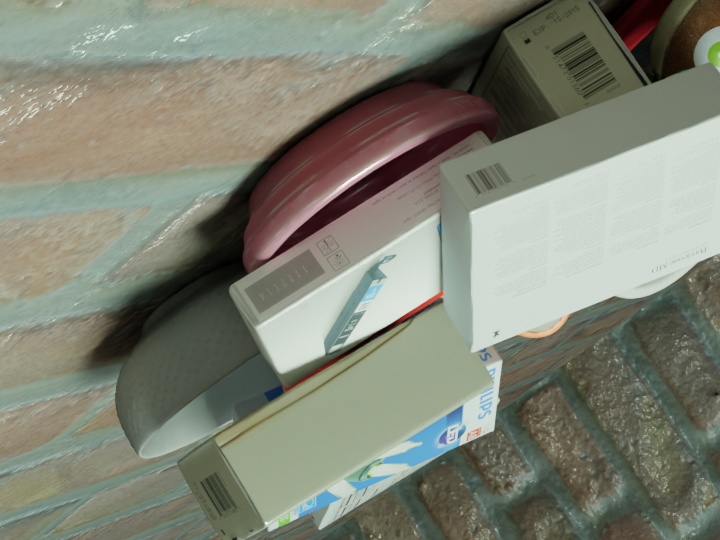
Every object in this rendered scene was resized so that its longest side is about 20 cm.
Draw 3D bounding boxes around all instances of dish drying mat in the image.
[{"bbox_3d":[0.198,-0.179,1.474,0.077,0.018,0.200,-28,167,-37],"label":"dish drying mat"}]

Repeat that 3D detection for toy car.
[{"bbox_3d":[0.320,-0.134,1.401,0.158,0.200,0.165,-7,132,-55],"label":"toy car"}]

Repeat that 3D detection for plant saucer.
[{"bbox_3d":[0.000,-0.065,1.313,0.200,0.051,0.201,-31,169,-7],"label":"plant saucer"}]

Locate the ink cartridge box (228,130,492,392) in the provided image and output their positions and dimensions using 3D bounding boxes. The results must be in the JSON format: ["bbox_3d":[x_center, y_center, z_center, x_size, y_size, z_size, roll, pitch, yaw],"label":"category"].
[{"bbox_3d":[0.022,0.012,1.333,0.200,0.045,0.176,-32,150,-6],"label":"ink cartridge box"}]

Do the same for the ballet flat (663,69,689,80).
[{"bbox_3d":[0.212,-0.066,1.390,0.069,0.070,0.200,-28,162,-23],"label":"ballet flat"}]

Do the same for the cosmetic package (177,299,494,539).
[{"bbox_3d":[-0.018,0.106,1.341,0.200,0.073,0.104,-31,177,-26],"label":"cosmetic package"}]

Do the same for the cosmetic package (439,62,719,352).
[{"bbox_3d":[0.151,-0.040,1.279,0.200,0.052,0.151,-21,141,-13],"label":"cosmetic package"}]

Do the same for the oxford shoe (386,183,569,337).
[{"bbox_3d":[0.068,-0.018,1.463,0.071,0.200,0.073,-50,-158,15],"label":"oxford shoe"}]

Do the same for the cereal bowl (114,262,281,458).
[{"bbox_3d":[-0.102,0.053,1.449,0.200,0.083,0.200,-31,169,-7],"label":"cereal bowl"}]

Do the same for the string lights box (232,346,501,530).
[{"bbox_3d":[0.005,0.113,1.479,0.200,0.059,0.103,-22,147,-16],"label":"string lights box"}]

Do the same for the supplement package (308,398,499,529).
[{"bbox_3d":[0.008,0.136,1.947,0.200,0.152,0.151,-30,169,-14],"label":"supplement package"}]

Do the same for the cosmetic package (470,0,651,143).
[{"bbox_3d":[0.135,-0.106,1.383,0.071,0.105,0.200,-30,170,-16],"label":"cosmetic package"}]

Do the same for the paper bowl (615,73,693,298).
[{"bbox_3d":[0.246,-0.084,1.684,0.200,0.104,0.201,-32,143,-28],"label":"paper bowl"}]

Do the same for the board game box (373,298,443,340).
[{"bbox_3d":[0.017,0.036,1.616,0.199,0.041,0.200,-35,-164,5],"label":"board game box"}]
